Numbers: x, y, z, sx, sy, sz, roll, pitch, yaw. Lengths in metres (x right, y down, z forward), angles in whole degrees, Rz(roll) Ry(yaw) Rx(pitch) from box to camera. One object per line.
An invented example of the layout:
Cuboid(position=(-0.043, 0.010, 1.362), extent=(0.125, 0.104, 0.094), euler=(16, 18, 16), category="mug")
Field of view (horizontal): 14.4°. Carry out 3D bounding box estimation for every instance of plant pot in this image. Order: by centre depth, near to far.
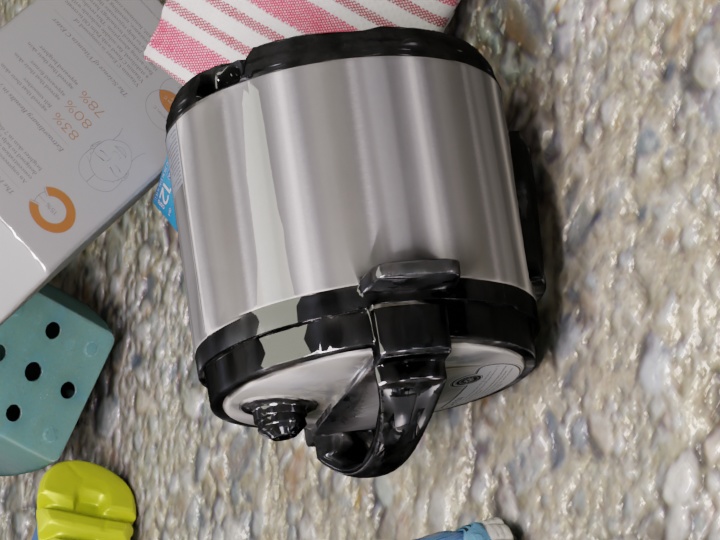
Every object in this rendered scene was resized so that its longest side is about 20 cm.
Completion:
Cuboid(position=(-0.255, 0.048, 1.823), extent=(0.200, 0.141, 0.142), euler=(11, 74, 53), category="plant pot")

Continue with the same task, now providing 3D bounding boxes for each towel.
Cuboid(position=(-0.017, -0.160, 1.512), extent=(0.146, 0.030, 0.200), euler=(32, 116, 9), category="towel")

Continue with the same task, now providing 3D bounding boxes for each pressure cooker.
Cuboid(position=(-0.003, 0.000, 1.398), extent=(0.178, 0.176, 0.201), euler=(-17, 71, 26), category="pressure cooker")

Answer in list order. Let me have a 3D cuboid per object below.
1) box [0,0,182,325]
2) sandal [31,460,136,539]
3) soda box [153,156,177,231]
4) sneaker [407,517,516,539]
Cuboid(position=(-0.184, -0.076, 1.663), extent=(0.124, 0.200, 0.097), euler=(47, 139, -2), category="box")
Cuboid(position=(-0.180, 0.216, 1.741), extent=(0.200, 0.079, 0.087), euler=(-81, 14, -45), category="sandal")
Cuboid(position=(-0.049, -0.108, 1.601), extent=(0.064, 0.068, 0.201), euler=(47, 124, 50), category="soda box")
Cuboid(position=(0.005, 0.197, 1.443), extent=(0.200, 0.090, 0.079), euler=(-63, 37, 33), category="sneaker")
